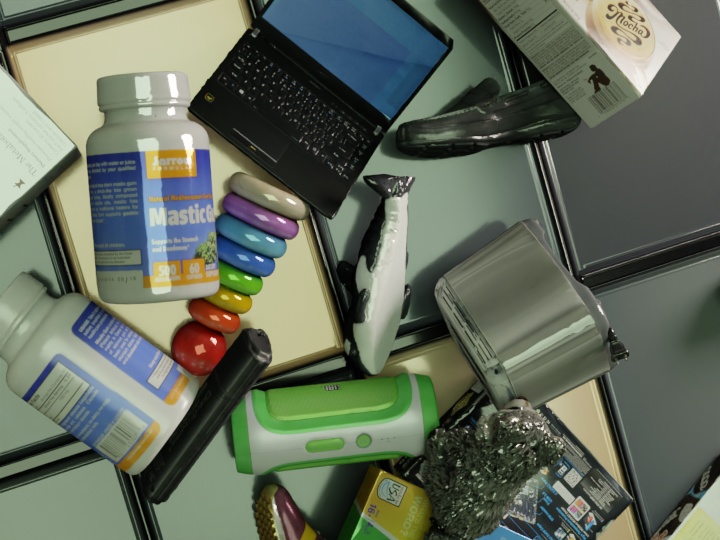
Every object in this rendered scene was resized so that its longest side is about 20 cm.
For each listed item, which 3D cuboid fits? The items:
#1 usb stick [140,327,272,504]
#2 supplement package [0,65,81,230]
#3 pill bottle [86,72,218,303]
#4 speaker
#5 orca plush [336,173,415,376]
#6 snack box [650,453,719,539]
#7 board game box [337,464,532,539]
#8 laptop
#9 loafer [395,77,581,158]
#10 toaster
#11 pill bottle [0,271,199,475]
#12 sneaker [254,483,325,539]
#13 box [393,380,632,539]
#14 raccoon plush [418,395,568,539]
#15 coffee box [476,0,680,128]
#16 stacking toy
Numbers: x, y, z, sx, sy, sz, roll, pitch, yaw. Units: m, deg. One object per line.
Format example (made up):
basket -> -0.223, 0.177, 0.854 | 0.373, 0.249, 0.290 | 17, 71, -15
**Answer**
usb stick -> -0.148, 0.140, 1.228 | 0.032, 0.056, 0.200 | 27, 110, -31
supplement package -> -0.369, -0.082, 1.185 | 0.200, 0.110, 0.114 | -45, 98, -6
pill bottle -> -0.190, -0.075, 1.167 | 0.111, 0.112, 0.202 | -5, 94, -10
speaker -> -0.026, 0.150, 1.259 | 0.198, 0.088, 0.089 | -6, 92, -5
orca plush -> 0.000, 0.000, 1.273 | 0.071, 0.105, 0.202 | 14, 118, 27
snack box -> 0.370, 0.307, 1.366 | 0.116, 0.037, 0.200 | 42, 84, -8
board game box -> 0.070, 0.300, 1.250 | 0.199, 0.040, 0.154 | 26, 81, -13
laptop -> -0.035, -0.188, 1.242 | 0.177, 0.103, 0.201 | 37, 54, -8
loafer -> 0.127, -0.158, 1.298 | 0.199, 0.068, 0.071 | -11, 85, -15
toaster -> 0.161, 0.054, 1.253 | 0.129, 0.201, 0.114 | -29, 138, -2
pill bottle -> -0.261, 0.092, 1.208 | 0.199, 0.112, 0.112 | 38, 85, -8
sneaker -> -0.038, 0.295, 1.280 | 0.090, 0.075, 0.202 | -22, 101, -18
box -> 0.159, 0.220, 1.320 | 0.159, 0.046, 0.200 | -45, 98, -6
raccoon plush -> 0.125, 0.216, 1.177 | 0.096, 0.134, 0.202 | 6, 79, -25
coffee box -> 0.211, -0.260, 1.282 | 0.200, 0.080, 0.113 | 46, 53, -8
stacking toy -> -0.124, 0.010, 1.252 | 0.085, 0.085, 0.201 | 23, 92, -10
